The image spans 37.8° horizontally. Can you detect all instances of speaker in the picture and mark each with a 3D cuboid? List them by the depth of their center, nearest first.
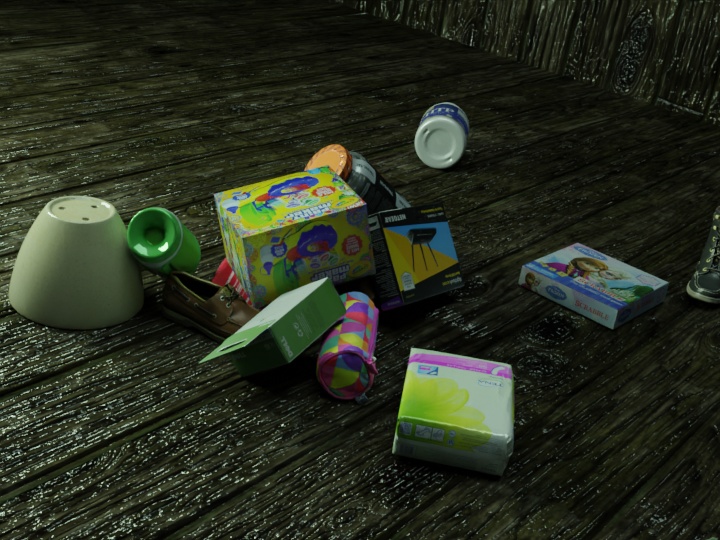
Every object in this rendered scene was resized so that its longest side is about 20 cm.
[{"bbox_3d":[-0.295,-0.037,1.592,0.087,0.090,0.200,11,-9,3],"label":"speaker"}]

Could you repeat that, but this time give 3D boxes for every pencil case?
[{"bbox_3d":[-0.013,0.106,1.497,0.087,0.090,0.201,8,25,-3],"label":"pencil case"}]

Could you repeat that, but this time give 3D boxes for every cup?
[{"bbox_3d":[-0.415,-0.025,1.552,0.197,0.145,0.201,8,24,-3],"label":"cup"}]

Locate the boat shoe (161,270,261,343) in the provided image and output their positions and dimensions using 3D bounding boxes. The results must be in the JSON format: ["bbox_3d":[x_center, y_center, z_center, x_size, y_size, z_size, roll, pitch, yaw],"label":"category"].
[{"bbox_3d":[-0.205,0.057,1.544,0.197,0.069,0.072,16,25,13],"label":"boat shoe"}]

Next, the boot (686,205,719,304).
[{"bbox_3d":[0.671,-0.032,1.964,0.072,0.153,0.199,20,26,23],"label":"boot"}]

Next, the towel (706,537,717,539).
[{"bbox_3d":[0.374,0.360,1.165,0.197,0.023,0.144,-4,27,-27],"label":"towel"}]

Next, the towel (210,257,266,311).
[{"bbox_3d":[-0.141,0.034,1.675,0.197,0.023,0.145,12,25,4],"label":"towel"}]

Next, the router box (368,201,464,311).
[{"bbox_3d":[0.086,-0.027,1.711,0.051,0.152,0.199,-16,-1,35],"label":"router box"}]

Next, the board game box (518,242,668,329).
[{"bbox_3d":[0.419,0.023,1.884,0.199,0.042,0.198,27,30,33],"label":"board game box"}]

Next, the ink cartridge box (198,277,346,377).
[{"bbox_3d":[-0.117,0.090,1.443,0.103,0.060,0.200,-20,14,41],"label":"ink cartridge box"}]

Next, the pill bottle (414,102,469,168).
[{"bbox_3d":[0.193,-0.322,2.449,0.118,0.121,0.200,11,24,4],"label":"pill bottle"}]

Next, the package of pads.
[{"bbox_3d":[0.129,0.185,1.397,0.152,0.069,0.201,10,25,5],"label":"package of pads"}]

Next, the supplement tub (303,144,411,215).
[{"bbox_3d":[-0.005,-0.123,1.835,0.200,0.123,0.122,42,-1,-41],"label":"supplement tub"}]

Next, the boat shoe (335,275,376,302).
[{"bbox_3d":[0.000,0.000,1.709,0.071,0.068,0.201,29,22,-16],"label":"boat shoe"}]

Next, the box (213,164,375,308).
[{"bbox_3d":[-0.104,-0.057,1.641,0.197,0.124,0.193,-16,28,-15],"label":"box"}]
